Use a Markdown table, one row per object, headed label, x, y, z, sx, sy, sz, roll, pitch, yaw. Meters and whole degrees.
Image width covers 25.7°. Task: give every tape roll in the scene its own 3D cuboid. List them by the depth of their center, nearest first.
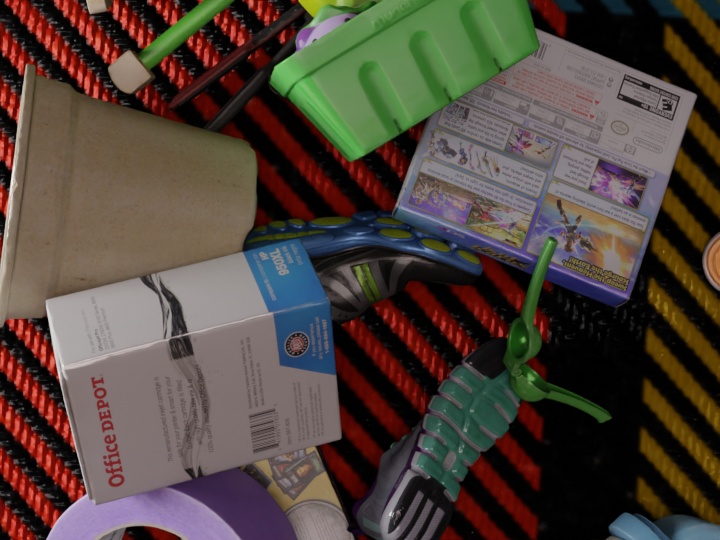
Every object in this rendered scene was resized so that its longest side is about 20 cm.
| label | x | y | z | sx | sy | sz | roll | pitch | yaw |
| --- | --- | --- | --- | --- | --- | --- | --- | --- | --- |
| tape roll | -0.149 | 0.251 | 1.249 | 0.198 | 0.085 | 0.202 | 3 | 101 | 17 |

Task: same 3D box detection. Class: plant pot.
| label | x | y | z | sx | sy | sz | roll | pitch | yaw |
| --- | --- | --- | --- | --- | --- | --- | --- | --- | --- |
| plant pot | -0.180 | -0.045 | 1.222 | 0.182 | 0.200 | 0.202 | 8 | 93 | -14 |

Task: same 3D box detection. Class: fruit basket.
| label | x | y | z | sx | sy | sz | roll | pitch | yaw |
| --- | --- | --- | --- | --- | --- | --- | --- | --- | --- |
| fruit basket | 0.011 | -0.209 | 1.198 | 0.213 | 0.155 | 0.218 | 0 | 91 | -6 |

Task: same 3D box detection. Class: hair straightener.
| label | x | y | z | sx | sy | sz | roll | pitch | yaw |
| --- | --- | --- | --- | --- | --- | --- | --- | --- | --- |
| hair straightener | -0.058 | -0.166 | 1.285 | 0.200 | 0.041 | 0.077 | -39 | 94 | -3 |

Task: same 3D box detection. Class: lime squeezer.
| label | x | y | z | sx | sy | sz | roll | pitch | yaw |
| --- | --- | --- | --- | --- | --- | --- | --- | --- | --- |
| lime squeezer | 0.147 | 0.065 | 1.255 | 0.070 | 0.038 | 0.201 | -15 | 127 | 10 |

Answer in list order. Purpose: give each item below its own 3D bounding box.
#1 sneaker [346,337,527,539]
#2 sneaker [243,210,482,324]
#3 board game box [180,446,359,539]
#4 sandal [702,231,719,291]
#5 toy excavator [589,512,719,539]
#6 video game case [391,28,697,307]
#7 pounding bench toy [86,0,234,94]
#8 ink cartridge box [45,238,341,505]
| label | x | y | z | sx | sy | sz | roll | pitch | yaw |
| --- | --- | --- | --- | --- | --- | --- | --- | --- | --- |
| sneaker | 0.057 | 0.134 | 1.288 | 0.074 | 0.087 | 0.201 | 48 | 64 | -26 |
| sneaker | 0.000 | 0.000 | 1.285 | 0.198 | 0.071 | 0.083 | -3 | 115 | -4 |
| board game box | -0.099 | 0.164 | 1.301 | 0.135 | 0.035 | 0.201 | -22 | 94 | 0 |
| sandal | 0.383 | -0.031 | 1.289 | 0.205 | 0.059 | 0.080 | -25 | 94 | 0 |
| toy excavator | 0.303 | 0.250 | 1.294 | 0.200 | 0.100 | 0.195 | -41 | 95 | -7 |
| video game case | 0.148 | -0.092 | 1.267 | 0.199 | 0.045 | 0.183 | 22 | 77 | -2 |
| pounding bench toy | -0.136 | -0.247 | 1.227 | 0.155 | 0.124 | 0.202 | -12 | 105 | -2 |
| ink cartridge box | -0.122 | 0.075 | 1.176 | 0.198 | 0.084 | 0.145 | -14 | 131 | -12 |
